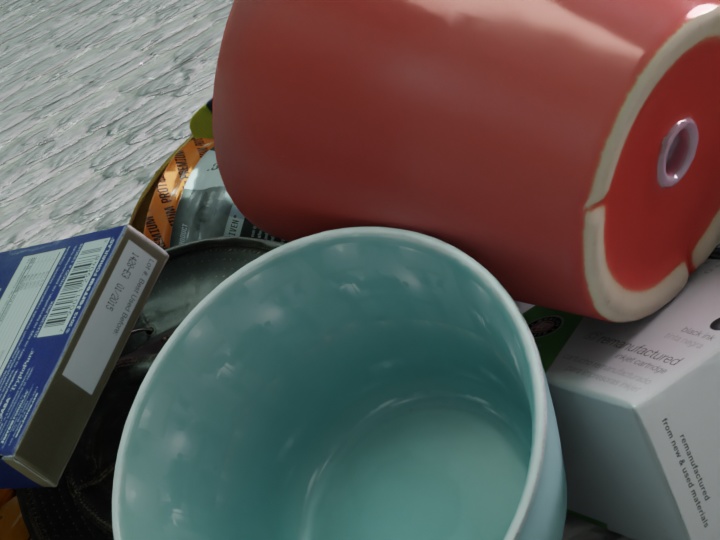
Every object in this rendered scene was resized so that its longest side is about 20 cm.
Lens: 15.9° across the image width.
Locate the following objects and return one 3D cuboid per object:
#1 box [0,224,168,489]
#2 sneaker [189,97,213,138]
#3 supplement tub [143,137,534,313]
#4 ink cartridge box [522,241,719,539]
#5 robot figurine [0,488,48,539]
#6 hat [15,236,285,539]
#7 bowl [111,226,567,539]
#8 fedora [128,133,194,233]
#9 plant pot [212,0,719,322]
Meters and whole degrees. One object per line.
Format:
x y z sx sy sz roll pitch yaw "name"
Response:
-0.175 0.046 1.212 0.200 0.032 0.121 -7 52 53 "box"
-0.020 -0.108 1.335 0.082 0.074 0.200 -45 10 -29 "sneaker"
0.000 0.000 1.274 0.199 0.123 0.123 13 35 20 "supplement tub"
0.169 0.032 1.147 0.200 0.085 0.146 -33 22 -22 "ink cartridge box"
-0.224 0.137 1.268 0.145 0.058 0.200 31 76 41 "robot figurine"
-0.078 0.071 1.177 0.200 0.201 0.081 -21 -14 9 "hat"
0.006 0.093 1.079 0.200 0.105 0.201 -12 62 24 "bowl"
-0.038 -0.025 1.483 0.200 0.201 0.082 -29 59 -13 "fedora"
0.066 -0.075 1.110 0.177 0.201 0.200 24 46 31 "plant pot"
